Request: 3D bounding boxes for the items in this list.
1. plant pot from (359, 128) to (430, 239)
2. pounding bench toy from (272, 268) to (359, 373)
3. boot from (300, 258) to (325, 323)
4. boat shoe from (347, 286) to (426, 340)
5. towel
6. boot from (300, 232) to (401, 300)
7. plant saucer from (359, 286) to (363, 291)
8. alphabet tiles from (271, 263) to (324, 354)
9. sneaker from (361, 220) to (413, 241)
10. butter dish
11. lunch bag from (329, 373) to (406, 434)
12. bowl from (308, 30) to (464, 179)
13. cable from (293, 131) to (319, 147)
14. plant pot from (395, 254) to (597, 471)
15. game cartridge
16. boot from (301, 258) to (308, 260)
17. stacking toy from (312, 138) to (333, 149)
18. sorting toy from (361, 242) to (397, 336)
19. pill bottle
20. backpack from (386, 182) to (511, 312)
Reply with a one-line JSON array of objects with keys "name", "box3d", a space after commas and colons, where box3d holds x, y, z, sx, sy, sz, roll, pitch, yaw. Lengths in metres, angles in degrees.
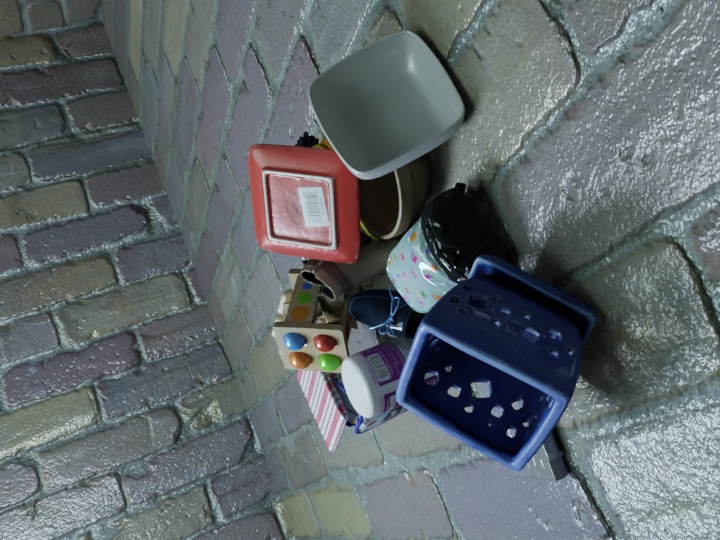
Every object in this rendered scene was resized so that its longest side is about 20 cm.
[{"name": "plant pot", "box3d": [0.054, -0.160, 1.239, 0.201, 0.092, 0.201, 49, 148, 45]}, {"name": "pounding bench toy", "box3d": [-0.070, 0.122, 1.360, 0.200, 0.124, 0.156, 80, -164, -47]}, {"name": "boot", "box3d": [-0.092, 0.040, 1.799, 0.188, 0.068, 0.200, 50, 157, 28]}, {"name": "boat shoe", "box3d": [0.077, 0.075, 1.247, 0.069, 0.199, 0.084, -82, 1, -77]}, {"name": "towel", "box3d": [-0.075, 0.251, 1.503, 0.200, 0.030, 0.147, 62, 154, 31]}, {"name": "boot", "box3d": [0.000, 0.000, 1.272, 0.200, 0.146, 0.070, 20, 138, 40]}, {"name": "plant saucer", "box3d": [-0.030, 0.004, 1.489, 0.037, 0.200, 0.201, -10, 100, 25]}, {"name": "alphabet tiles", "box3d": [-0.108, 0.069, 1.478, 0.015, 0.200, 0.196, 23, 109, 22]}, {"name": "sneaker", "box3d": [0.043, -0.088, 1.369, 0.200, 0.074, 0.085, 40, 161, 52]}, {"name": "butter dish", "box3d": [-0.074, -0.132, 1.268, 0.199, 0.148, 0.201, 9, 120, 21]}, {"name": "lunch bag", "box3d": [0.032, 0.243, 1.491, 0.200, 0.170, 0.124, -4, 105, 68]}, {"name": "bowl", "box3d": [0.040, -0.239, 1.113, 0.200, 0.199, 0.075, 62, -179, 22]}, {"name": "cable", "box3d": [-0.091, -0.191, 1.516, 0.163, 0.051, 0.200, 47, -145, -37]}, {"name": "plant pot", "box3d": [0.183, 0.110, 0.976, 0.200, 0.180, 0.200, 28, 143, 14]}, {"name": "game cartridge", "box3d": [0.249, 0.227, 1.161, 0.130, 0.038, 0.201, -28, 81, 63]}, {"name": "boot", "box3d": [-0.081, -0.038, 1.615, 0.200, 0.095, 0.074, 67, -170, 25]}, {"name": "stacking toy", "box3d": [-0.091, -0.193, 1.405, 0.116, 0.199, 0.110, -27, 82, 66]}, {"name": "sorting toy", "box3d": [0.049, 0.058, 1.422, 0.200, 0.107, 0.180, 55, 159, 36]}, {"name": "pill bottle", "box3d": [0.077, 0.172, 1.296, 0.112, 0.199, 0.113, 47, 147, 45]}, {"name": "backpack", "box3d": [0.125, -0.019, 1.140, 0.167, 0.126, 0.200, 64, 159, 11]}]
